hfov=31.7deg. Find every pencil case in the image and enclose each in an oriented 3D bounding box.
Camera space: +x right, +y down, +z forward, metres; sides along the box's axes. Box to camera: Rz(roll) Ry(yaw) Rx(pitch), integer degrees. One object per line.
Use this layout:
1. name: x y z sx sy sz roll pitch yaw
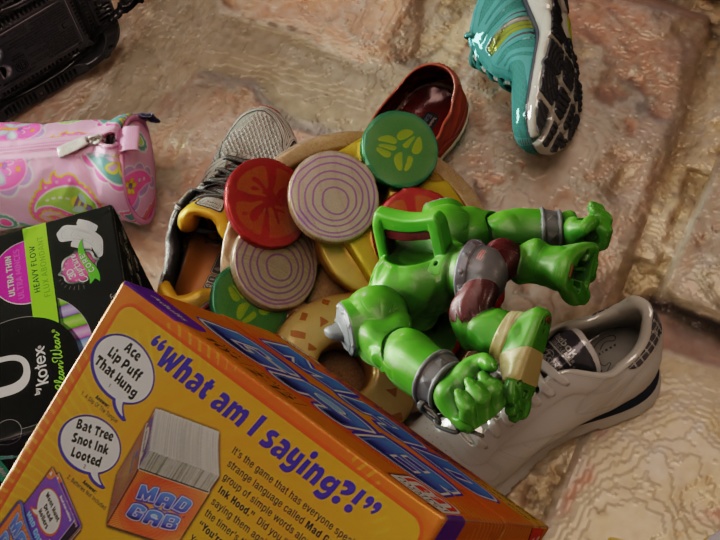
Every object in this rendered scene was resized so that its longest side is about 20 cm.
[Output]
1. pencil case: -0.246 -0.072 0.923 0.197 0.088 0.088 -2 58 8

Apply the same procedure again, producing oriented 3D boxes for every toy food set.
1. toy food set: 0.000 0.000 0.826 0.199 0.049 0.199 -33 86 -15

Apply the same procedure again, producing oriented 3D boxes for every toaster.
1. toaster: -0.284 -0.208 0.994 0.199 0.114 0.129 -35 58 -11

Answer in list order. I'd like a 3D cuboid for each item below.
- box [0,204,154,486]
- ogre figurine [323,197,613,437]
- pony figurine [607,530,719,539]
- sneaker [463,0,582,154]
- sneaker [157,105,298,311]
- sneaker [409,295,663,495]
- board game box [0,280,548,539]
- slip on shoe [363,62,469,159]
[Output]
1. box: -0.227 0.073 0.808 0.197 0.125 0.150 -15 58 -1
2. ogre figurine: 0.064 0.011 0.747 0.119 0.099 0.201 16 61 25
3. pony figurine: 0.256 0.188 0.674 0.198 0.167 0.195 -24 49 10
4. sneaker: 0.119 -0.164 0.949 0.079 0.078 0.202 -16 51 20
5. sneaker: -0.087 -0.035 0.880 0.077 0.082 0.202 6 59 12
6. sneaker: 0.099 0.080 0.787 0.199 0.081 0.077 -30 61 -9
7. board game box: -0.055 0.157 0.653 0.199 0.200 0.201 33 92 24
8. slip on shoe: 0.014 -0.069 0.900 0.074 0.061 0.201 27 67 20
